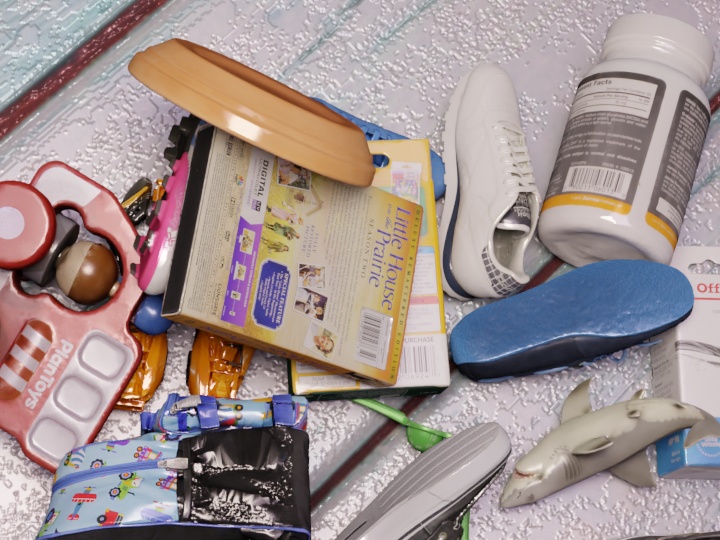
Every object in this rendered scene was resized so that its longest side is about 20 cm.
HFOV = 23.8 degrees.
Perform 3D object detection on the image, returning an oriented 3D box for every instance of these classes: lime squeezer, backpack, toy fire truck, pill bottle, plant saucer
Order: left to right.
[{"bbox_3d":[-0.234,0.031,1.286,0.167,0.112,0.201,32,83,0],"label":"toy fire truck"},{"bbox_3d":[-0.137,0.171,1.249,0.198,0.183,0.136,-1,67,-4],"label":"backpack"},{"bbox_3d":[-0.074,-0.121,1.256,0.199,0.200,0.038,25,99,-3],"label":"plant saucer"},{"bbox_3d":[0.052,0.153,1.366,0.070,0.038,0.201,-38,84,15],"label":"lime squeezer"},{"bbox_3d":[0.226,-0.104,1.420,0.116,0.116,0.201,20,72,-4],"label":"pill bottle"}]

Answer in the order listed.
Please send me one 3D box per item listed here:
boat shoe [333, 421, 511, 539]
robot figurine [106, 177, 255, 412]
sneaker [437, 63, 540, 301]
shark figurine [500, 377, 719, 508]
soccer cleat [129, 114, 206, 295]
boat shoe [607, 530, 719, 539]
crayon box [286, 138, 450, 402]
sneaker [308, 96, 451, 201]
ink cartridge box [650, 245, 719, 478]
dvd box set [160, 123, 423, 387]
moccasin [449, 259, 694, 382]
[{"bbox_3d":[0.047,0.199,1.318,0.200,0.072,0.071,-41,104,7],"label":"boat shoe"},{"bbox_3d":[-0.136,0.015,1.350,0.144,0.058,0.202,8,74,-9],"label":"robot figurine"},{"bbox_3d":[0.114,-0.075,1.399,0.076,0.080,0.202,11,77,-36],"label":"sneaker"},{"bbox_3d":[0.226,0.143,1.349,0.090,0.213,0.128,56,41,-21],"label":"shark figurine"},{"bbox_3d":[-0.113,-0.053,1.290,0.086,0.070,0.201,23,44,-12],"label":"soccer cleat"},{"bbox_3d":[0.257,0.241,1.355,0.198,0.066,0.071,-3,75,-11],"label":"boat shoe"},{"bbox_3d":[0.000,0.000,1.360,0.125,0.052,0.202,-2,78,-8],"label":"crayon box"},{"bbox_3d":[-0.017,-0.100,1.396,0.198,0.078,0.066,15,70,-7],"label":"sneaker"},{"bbox_3d":[0.304,0.068,1.411,0.115,0.067,0.202,1,75,-9],"label":"ink cartridge box"},{"bbox_3d":[-0.045,-0.009,1.262,0.199,0.029,0.148,20,72,-34],"label":"dvd box set"},{"bbox_3d":[0.170,0.041,1.382,0.198,0.068,0.081,-10,61,3],"label":"moccasin"}]
